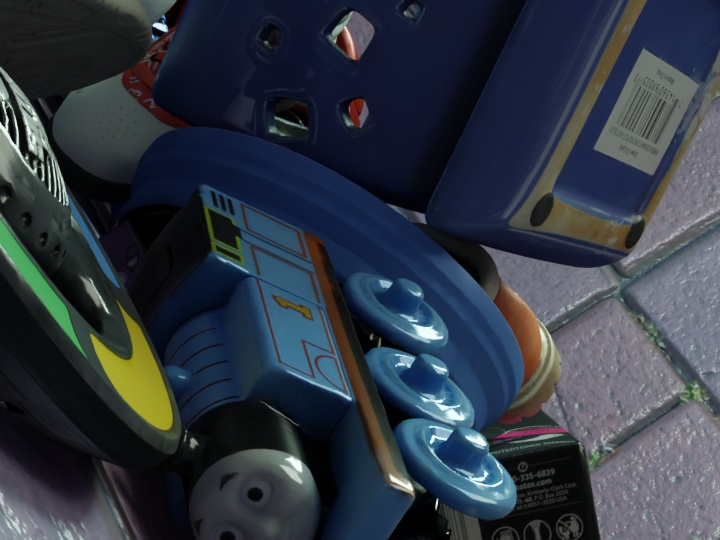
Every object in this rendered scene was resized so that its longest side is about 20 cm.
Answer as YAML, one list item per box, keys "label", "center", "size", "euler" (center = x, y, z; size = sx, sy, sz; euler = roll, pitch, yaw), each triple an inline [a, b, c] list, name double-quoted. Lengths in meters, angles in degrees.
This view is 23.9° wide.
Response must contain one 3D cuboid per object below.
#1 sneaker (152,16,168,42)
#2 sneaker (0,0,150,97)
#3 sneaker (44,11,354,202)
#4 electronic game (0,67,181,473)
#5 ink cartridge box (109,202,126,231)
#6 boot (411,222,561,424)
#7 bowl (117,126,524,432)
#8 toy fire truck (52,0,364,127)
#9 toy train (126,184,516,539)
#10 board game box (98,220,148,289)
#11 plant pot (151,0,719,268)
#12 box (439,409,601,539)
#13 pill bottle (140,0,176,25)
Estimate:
- label: "sneaker"
  center: [-0.126, -0.158, 0.925]
  size: [0.200, 0.111, 0.077]
  euler: [45, 2, 12]
- label: "sneaker"
  center: [-0.143, -0.141, 0.655]
  size: [0.200, 0.076, 0.112]
  euler: [34, 37, -76]
- label: "sneaker"
  center: [-0.070, -0.111, 0.833]
  size: [0.067, 0.108, 0.201]
  euler: [44, 39, 10]
- label: "electronic game"
  center: [-0.107, -0.032, 0.468]
  size: [0.201, 0.042, 0.200]
  euler: [59, 0, 0]
- label: "ink cartridge box"
  center: [-0.091, 0.009, 0.910]
  size: [0.201, 0.037, 0.095]
  euler: [61, -2, -13]
- label: "boot"
  center: [0.000, 0.000, 0.843]
  size: [0.199, 0.075, 0.107]
  euler: [19, -20, 32]
- label: "bowl"
  center: [-0.023, 0.016, 0.766]
  size: [0.200, 0.039, 0.201]
  euler: [29, -23, 13]
- label: "toy fire truck"
  center: [-0.070, -0.149, 1.027]
  size: [0.175, 0.201, 0.129]
  euler: [20, -8, 9]
- label: "toy train"
  center: [-0.023, 0.051, 0.589]
  size: [0.114, 0.087, 0.200]
  euler: [24, 20, -20]
- label: "board game box"
  center: [-0.050, 0.080, 0.714]
  size: [0.200, 0.032, 0.120]
  euler: [57, -6, 42]
- label: "plant pot"
  center: [0.058, -0.111, 0.765]
  size: [0.179, 0.201, 0.200]
  euler: [30, 9, 28]
- label: "box"
  center: [0.052, 0.137, 0.870]
  size: [0.200, 0.122, 0.107]
  euler: [-163, -118, -88]
- label: "pill bottle"
  center: [-0.170, -0.196, 0.777]
  size: [0.200, 0.112, 0.112]
  euler: [59, -1, -32]
